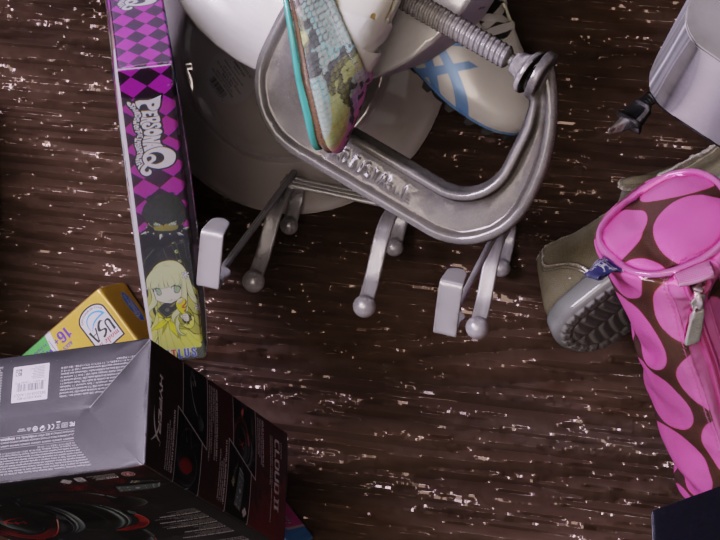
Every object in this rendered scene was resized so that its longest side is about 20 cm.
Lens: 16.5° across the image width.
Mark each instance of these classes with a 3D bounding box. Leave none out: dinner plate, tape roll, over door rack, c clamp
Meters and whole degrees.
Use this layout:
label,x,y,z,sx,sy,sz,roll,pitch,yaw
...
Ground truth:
label,x,y,z,sx,sy,sz,roll,pitch,yaw
dinner plate,-0.044,-0.134,1.492,0.199,0.024,0.202,1,95,18
tape roll,-0.012,-0.204,1.378,0.201,0.071,0.204,2,98,16
over door rack,0.000,0.000,1.391,0.147,0.200,0.067,11,104,10
c clamp,0.027,-0.117,1.327,0.200,0.027,0.171,36,106,10

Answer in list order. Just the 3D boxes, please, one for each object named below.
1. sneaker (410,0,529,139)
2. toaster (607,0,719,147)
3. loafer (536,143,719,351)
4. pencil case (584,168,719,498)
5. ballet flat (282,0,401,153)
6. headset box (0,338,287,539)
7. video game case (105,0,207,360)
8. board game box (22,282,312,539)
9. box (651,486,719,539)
label,x,y,z,sx,sy,sz,roll,pitch,yaw
sneaker,0.053,-0.171,1.428,0.072,0.072,0.201,-31,82,49
toaster,0.261,-0.129,1.307,0.180,0.119,0.201,29,77,6
loafer,0.178,-0.038,1.401,0.200,0.075,0.070,-35,55,4
pencil case,0.187,0.047,1.350,0.090,0.094,0.201,-29,128,-5
ballet flat,-0.019,-0.164,1.296,0.071,0.069,0.201,-17,94,4
headset box,-0.139,0.112,1.414,0.148,0.200,0.075,-8,67,21
video game case,-0.118,-0.076,1.400,0.036,0.200,0.182,-7,121,-5
board game box,-0.148,0.133,1.534,0.153,0.040,0.200,-40,82,16
box,0.283,0.192,1.334,0.199,0.104,0.183,-23,120,18
